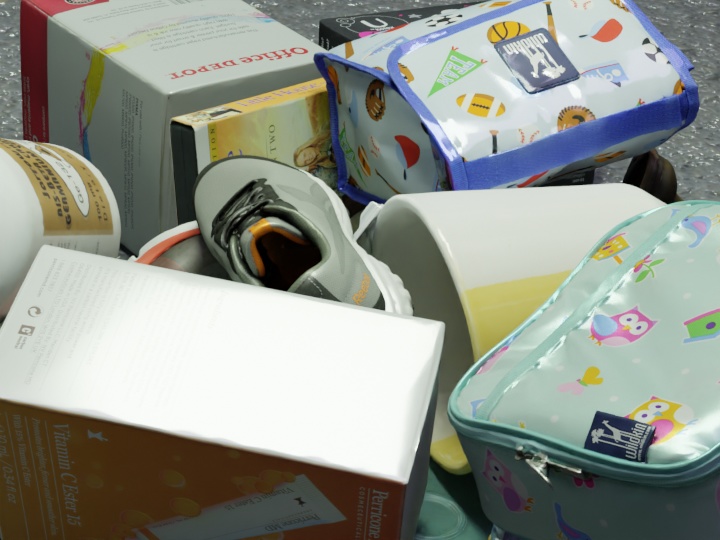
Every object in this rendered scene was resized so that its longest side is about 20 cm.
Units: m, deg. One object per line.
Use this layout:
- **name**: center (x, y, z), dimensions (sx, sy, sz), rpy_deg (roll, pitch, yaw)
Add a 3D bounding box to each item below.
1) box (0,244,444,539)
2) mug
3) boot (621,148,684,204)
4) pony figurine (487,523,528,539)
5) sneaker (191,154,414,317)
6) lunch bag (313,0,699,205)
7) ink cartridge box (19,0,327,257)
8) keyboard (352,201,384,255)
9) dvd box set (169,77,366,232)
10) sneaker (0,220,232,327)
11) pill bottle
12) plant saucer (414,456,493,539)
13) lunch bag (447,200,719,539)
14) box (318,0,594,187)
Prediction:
- **box**: center (-0.068, 0.080, 0.788), dimensions (0.200, 0.124, 0.098), rpy_deg (11, 48, 7)
- **mug**: center (0.107, 0.037, 0.888), dimensions (0.153, 0.187, 0.149), rpy_deg (-12, -5, -18)
- **boot**: center (0.215, -0.028, 1.095), dimensions (0.097, 0.075, 0.200), rpy_deg (20, -10, 8)
- **pony figurine**: center (0.151, 0.173, 0.752), dimensions (0.200, 0.167, 0.193), rpy_deg (12, 61, 5)
- **sneaker**: center (-0.043, -0.018, 0.870), dimensions (0.079, 0.074, 0.200), rpy_deg (41, 2, -38)
- **lunch bag**: center (0.086, -0.101, 1.003), dimensions (0.170, 0.124, 0.200), rpy_deg (-20, 21, -16)
- **ink cartridge box**: center (-0.133, -0.112, 1.187), dimensions (0.145, 0.145, 0.200), rpy_deg (-17, 36, -34)
- **keyboard**: center (0.000, 0.000, 0.996), dimensions (0.011, 0.056, 0.200), rpy_deg (31, -6, 7)
- **dvd box set**: center (-0.035, -0.051, 1.094), dimensions (0.200, 0.147, 0.029), rpy_deg (-20, 26, -39)
- **sneaker**: center (-0.123, 0.043, 0.960), dimensions (0.200, 0.077, 0.082), rpy_deg (-29, 50, -1)
- **pill bottle**: center (-0.230, -0.023, 0.971), dimensions (0.114, 0.114, 0.200), rpy_deg (14, 5, 14)
- **plant saucer**: center (0.034, 0.142, 0.872), dimensions (0.200, 0.036, 0.200), rpy_deg (4, 28, -2)
- **lunch bag**: center (0.141, 0.046, 0.738), dimensions (0.160, 0.077, 0.200), rpy_deg (14, 43, 45)
- **box**: center (0.075, -0.127, 1.267), dimensions (0.200, 0.132, 0.115), rpy_deg (-11, 30, -28)
